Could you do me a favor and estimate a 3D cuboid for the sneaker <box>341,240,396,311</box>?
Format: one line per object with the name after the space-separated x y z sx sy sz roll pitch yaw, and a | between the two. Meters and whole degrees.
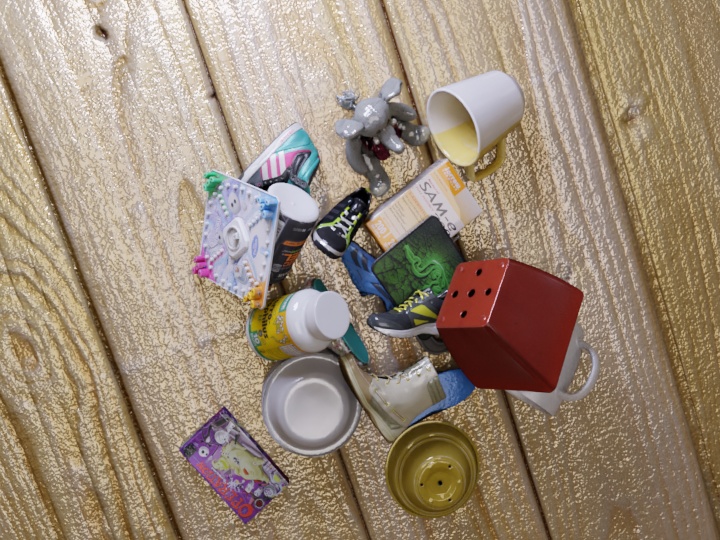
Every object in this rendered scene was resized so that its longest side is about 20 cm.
0.000 0.000 1.553 0.199 0.066 0.079 39 94 -9 | sneaker

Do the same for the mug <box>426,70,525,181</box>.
0.223 -0.286 1.523 0.152 0.188 0.150 -31 69 -23 | mug

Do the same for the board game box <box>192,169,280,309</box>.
-0.229 -0.058 1.456 0.026 0.198 0.205 -8 115 -47 | board game box

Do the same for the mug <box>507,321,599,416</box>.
0.365 0.174 1.549 0.147 0.198 0.178 35 83 -42 | mug

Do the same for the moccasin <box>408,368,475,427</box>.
0.131 0.244 1.593 0.196 0.068 0.082 -23 90 -4 | moccasin

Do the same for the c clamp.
0.160 0.060 1.572 0.169 0.027 0.203 -31 114 -11 | c clamp

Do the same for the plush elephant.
0.033 -0.259 1.483 0.164 0.155 0.200 -43 99 0 | plush elephant

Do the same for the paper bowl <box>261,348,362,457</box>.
-0.092 0.255 1.550 0.195 0.104 0.206 -1 95 -7 | paper bowl

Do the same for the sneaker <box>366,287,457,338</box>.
0.101 0.074 1.510 0.196 0.074 0.087 -2 102 -25 | sneaker

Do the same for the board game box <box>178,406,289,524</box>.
-0.245 0.381 1.585 0.120 0.032 0.201 -40 99 3 | board game box

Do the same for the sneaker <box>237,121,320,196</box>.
-0.147 -0.164 1.515 0.121 0.084 0.200 44 89 1 | sneaker

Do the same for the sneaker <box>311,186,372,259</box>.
-0.029 -0.099 1.477 0.071 0.201 0.083 35 124 -5 | sneaker

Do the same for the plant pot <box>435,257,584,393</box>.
0.252 0.085 1.466 0.175 0.198 0.203 36 66 -29 | plant pot

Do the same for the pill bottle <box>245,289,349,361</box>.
-0.113 0.097 1.474 0.111 0.198 0.116 12 71 -40 | pill bottle

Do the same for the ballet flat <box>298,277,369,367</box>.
-0.057 0.106 1.565 0.063 0.076 0.202 -30 94 27 | ballet flat

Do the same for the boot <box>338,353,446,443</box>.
0.060 0.202 1.505 0.153 0.072 0.202 -35 111 -5 | boot

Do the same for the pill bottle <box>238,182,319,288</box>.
-0.160 -0.051 1.483 0.105 0.107 0.202 27 123 -8 | pill bottle

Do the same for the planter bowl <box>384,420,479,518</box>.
0.150 0.408 1.602 0.195 0.083 0.206 -1 97 -6 | planter bowl

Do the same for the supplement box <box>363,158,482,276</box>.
0.117 -0.103 1.551 0.199 0.074 0.127 -38 99 -2 | supplement box

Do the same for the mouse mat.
0.129 0.017 1.536 0.160 0.008 0.201 -38 114 -3 | mouse mat
